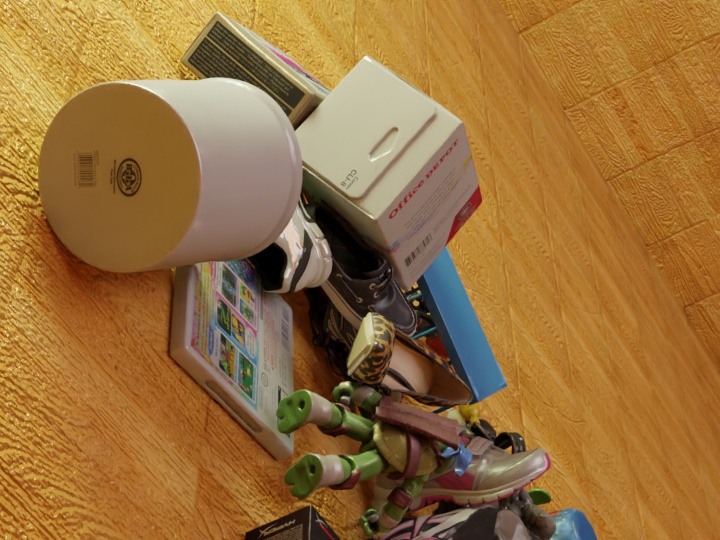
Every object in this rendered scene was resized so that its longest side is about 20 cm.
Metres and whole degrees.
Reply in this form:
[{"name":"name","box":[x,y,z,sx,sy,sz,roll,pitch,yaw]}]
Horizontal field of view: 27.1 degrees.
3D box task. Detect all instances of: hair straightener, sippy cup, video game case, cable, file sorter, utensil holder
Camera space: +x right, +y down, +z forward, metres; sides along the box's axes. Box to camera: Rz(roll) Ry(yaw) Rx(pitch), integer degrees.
[{"name":"hair straightener","box":[0.081,0.059,1.993,0.200,0.041,0.077,26,42,-55]},{"name":"sippy cup","box":[0.229,0.361,1.854,0.139,0.130,0.179,10,57,-67]},{"name":"video game case","box":[-0.122,0.058,1.462,0.182,0.024,0.201,49,25,-37]},{"name":"cable","box":[0.144,0.216,1.820,0.200,0.050,0.098,-137,-122,-74]},{"name":"file sorter","box":[0.068,0.077,1.791,0.201,0.122,0.139,67,19,5]},{"name":"utensil holder","box":[-0.163,-0.085,1.311,0.171,0.169,0.200,66,20,3]}]

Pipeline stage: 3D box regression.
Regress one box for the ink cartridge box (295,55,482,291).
[{"name":"ink cartridge box","box":[0.028,-0.104,1.633,0.144,0.145,0.200,37,-12,22]}]

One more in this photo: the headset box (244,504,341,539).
[{"name":"headset box","box":[-0.038,0.327,1.269,0.149,0.077,0.201,54,20,-29]}]

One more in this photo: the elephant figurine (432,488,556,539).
[{"name":"elephant figurine","box":[0.126,0.290,1.684,0.155,0.141,0.200,50,7,32]}]

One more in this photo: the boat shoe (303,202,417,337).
[{"name":"boat shoe","box":[0.000,0.000,1.603,0.200,0.066,0.070,48,52,-17]}]

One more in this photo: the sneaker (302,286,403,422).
[{"name":"sneaker","box":[-0.015,0.082,1.658,0.074,0.080,0.201,-12,77,-40]}]

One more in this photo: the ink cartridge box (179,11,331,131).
[{"name":"ink cartridge box","box":[-0.086,-0.195,1.688,0.165,0.075,0.200,42,9,22]}]

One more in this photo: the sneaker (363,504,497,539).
[{"name":"sneaker","box":[0.068,0.278,1.547,0.199,0.086,0.081,-1,102,-54]}]

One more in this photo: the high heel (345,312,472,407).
[{"name":"high heel","box":[0.059,0.100,1.528,0.200,0.142,0.072,115,-4,-83]}]

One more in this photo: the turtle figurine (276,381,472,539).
[{"name":"turtle figurine","box":[-0.011,0.186,1.478,0.193,0.199,0.145,15,89,-44]}]

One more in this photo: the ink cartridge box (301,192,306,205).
[{"name":"ink cartridge box","box":[-0.121,-0.093,1.619,0.200,0.048,0.147,20,48,-67]}]

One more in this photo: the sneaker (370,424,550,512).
[{"name":"sneaker","box":[0.101,0.202,1.582,0.081,0.198,0.089,-1,82,-77]}]

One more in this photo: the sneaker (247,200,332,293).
[{"name":"sneaker","box":[-0.102,-0.068,1.532,0.080,0.074,0.201,-26,86,-50]}]
